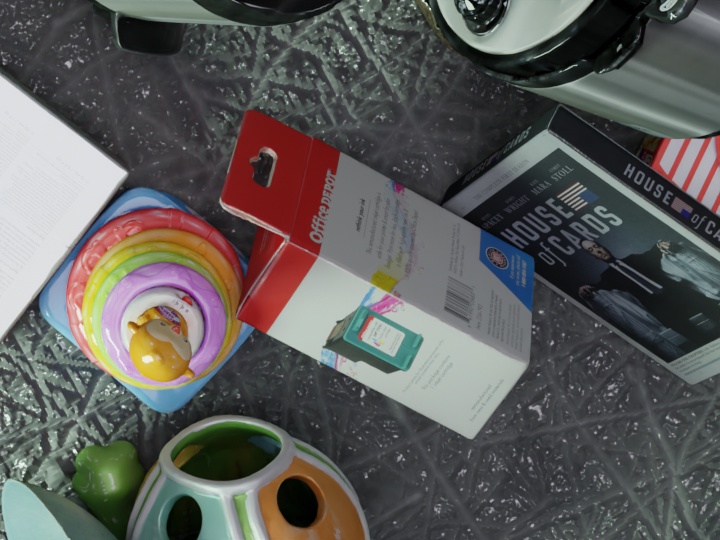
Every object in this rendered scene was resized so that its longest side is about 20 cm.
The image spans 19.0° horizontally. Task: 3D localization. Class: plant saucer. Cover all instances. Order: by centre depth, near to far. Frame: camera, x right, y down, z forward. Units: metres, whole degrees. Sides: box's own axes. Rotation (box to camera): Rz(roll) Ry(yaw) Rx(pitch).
[{"bbox_3d":[-0.147,0.205,1.245,0.039,0.201,0.202,-24,101,-21],"label":"plant saucer"}]

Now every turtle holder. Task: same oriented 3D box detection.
[{"bbox_3d":[-0.075,0.150,1.265,0.141,0.185,0.132,-22,122,-18],"label":"turtle holder"}]

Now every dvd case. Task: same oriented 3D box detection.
[{"bbox_3d":[0.159,-0.011,1.267,0.200,0.150,0.025,33,64,-10],"label":"dvd case"}]

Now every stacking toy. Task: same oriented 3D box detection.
[{"bbox_3d":[-0.114,0.028,1.210,0.116,0.200,0.110,41,93,-10],"label":"stacking toy"}]

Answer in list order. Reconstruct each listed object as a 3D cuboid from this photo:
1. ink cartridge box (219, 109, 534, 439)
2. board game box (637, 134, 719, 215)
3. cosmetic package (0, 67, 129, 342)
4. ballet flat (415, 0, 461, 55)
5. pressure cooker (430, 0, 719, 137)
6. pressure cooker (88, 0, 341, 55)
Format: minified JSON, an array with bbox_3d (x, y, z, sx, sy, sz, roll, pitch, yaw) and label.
[{"bbox_3d":[0.000,0.000,1.249,0.200,0.116,0.067,28,122,-11],"label":"ink cartridge box"},{"bbox_3d":[0.271,-0.108,1.302,0.151,0.046,0.201,23,95,-9],"label":"board game box"},{"bbox_3d":[-0.258,-0.060,1.256,0.200,0.052,0.151,38,91,-10],"label":"cosmetic package"},{"bbox_3d":[0.026,-0.208,1.260,0.067,0.046,0.200,-25,105,30],"label":"ballet flat"},{"bbox_3d":[0.132,-0.169,1.125,0.200,0.176,0.179,14,61,-39],"label":"pressure cooker"},{"bbox_3d":[-0.094,-0.225,1.183,0.176,0.200,0.179,-49,121,-21],"label":"pressure cooker"}]
